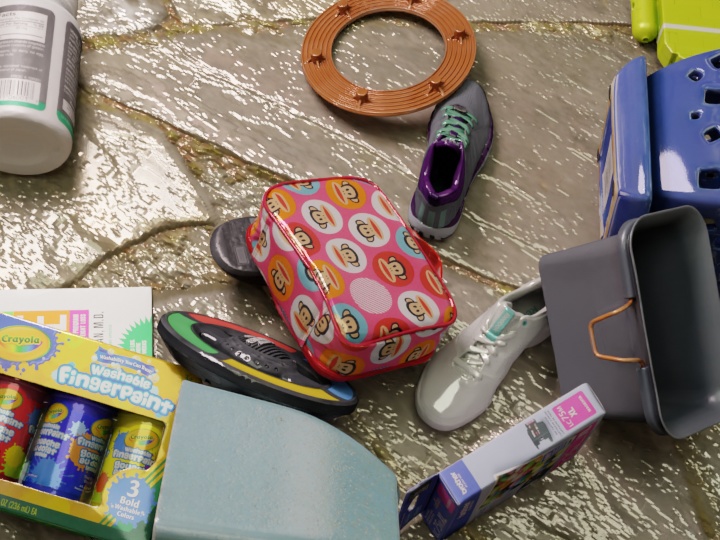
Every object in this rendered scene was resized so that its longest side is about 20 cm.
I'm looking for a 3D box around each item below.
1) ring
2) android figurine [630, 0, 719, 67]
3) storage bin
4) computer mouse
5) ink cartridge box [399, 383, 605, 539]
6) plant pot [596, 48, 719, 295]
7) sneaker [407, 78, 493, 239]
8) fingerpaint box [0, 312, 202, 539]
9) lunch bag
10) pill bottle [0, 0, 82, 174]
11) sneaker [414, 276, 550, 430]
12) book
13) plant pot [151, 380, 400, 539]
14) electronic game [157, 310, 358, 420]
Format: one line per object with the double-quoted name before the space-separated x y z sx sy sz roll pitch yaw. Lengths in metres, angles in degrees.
"ring" 0.031 -0.250 1.469 0.197 0.019 0.203 -2 52 3
"android figurine" 0.404 -0.286 1.531 0.179 0.041 0.203 4 61 -3
"storage bin" 0.245 0.054 1.239 0.144 0.133 0.203 -12 91 -42
"computer mouse" -0.050 0.004 1.336 0.197 0.046 0.142 -10 58 -23
"ink cartridge box" 0.125 0.185 1.209 0.198 0.120 0.042 -26 68 -18
"plant pot" 0.336 -0.098 1.342 0.177 0.201 0.203 1 61 4
"sneaker" 0.103 -0.134 1.396 0.073 0.088 0.202 13 62 2
"fingerpaint box" -0.260 0.148 1.195 0.197 0.073 0.169 17 74 -1
"lunch bag" 0.000 0.000 1.267 0.174 0.082 0.201 -10 57 -35
"pill bottle" -0.351 -0.213 1.385 0.111 0.114 0.203 1 61 -4
"sneaker" 0.128 0.068 1.290 0.075 0.089 0.200 40 66 15
"book" -0.298 0.087 1.272 0.197 0.048 0.136 -2 68 -7
"plant pot" -0.069 0.235 1.089 0.197 0.199 0.197 7 29 -4
"electronic game" -0.094 0.084 1.215 0.198 0.200 0.042 24 97 8
